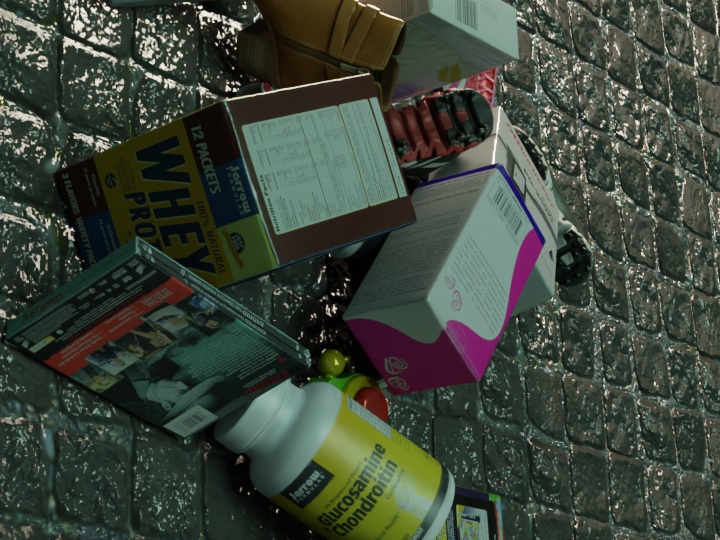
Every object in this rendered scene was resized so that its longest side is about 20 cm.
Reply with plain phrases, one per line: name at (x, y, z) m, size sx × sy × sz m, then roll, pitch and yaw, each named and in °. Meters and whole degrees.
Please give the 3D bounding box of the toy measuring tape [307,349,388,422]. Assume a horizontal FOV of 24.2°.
toy measuring tape at (-0.001, 0.164, 1.552) m, size 0.073 × 0.073 × 0.201 m, roll -32°, pitch 112°, yaw -52°

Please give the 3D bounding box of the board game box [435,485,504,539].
board game box at (0.086, 0.308, 1.591) m, size 0.165 × 0.056 × 0.201 m, roll 24°, pitch 58°, yaw -58°

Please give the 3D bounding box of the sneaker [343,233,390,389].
sneaker at (-0.001, 0.000, 1.591) m, size 0.146 × 0.077 × 0.203 m, roll 46°, pitch 41°, yaw -40°

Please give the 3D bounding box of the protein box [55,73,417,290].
protein box at (-0.100, -0.060, 1.390) m, size 0.200 × 0.198 × 0.136 m, roll -19°, pitch 91°, yaw -53°

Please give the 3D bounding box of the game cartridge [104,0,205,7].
game cartridge at (-0.183, -0.335, 1.485) m, size 0.133 × 0.041 × 0.201 m, roll -11°, pitch 85°, yaw -26°

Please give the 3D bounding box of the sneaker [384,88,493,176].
sneaker at (0.031, -0.128, 1.674) m, size 0.199 × 0.098 × 0.071 m, roll -12°, pitch 76°, yaw -23°

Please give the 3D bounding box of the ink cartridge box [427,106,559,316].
ink cartridge box at (0.138, -0.062, 1.746) m, size 0.146 × 0.083 × 0.200 m, roll 58°, pitch 21°, yaw -22°

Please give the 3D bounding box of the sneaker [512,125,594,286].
sneaker at (0.203, -0.069, 1.901) m, size 0.201 × 0.066 × 0.090 m, roll 62°, pitch 8°, yaw 10°

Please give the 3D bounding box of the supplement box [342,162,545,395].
supplement box at (0.080, 0.007, 1.549) m, size 0.101 × 0.103 × 0.200 m, roll 57°, pitch 40°, yaw -25°

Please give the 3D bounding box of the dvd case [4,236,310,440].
dvd case at (-0.157, 0.059, 1.322) m, size 0.200 × 0.146 × 0.022 m, roll 36°, pitch 34°, yaw -38°

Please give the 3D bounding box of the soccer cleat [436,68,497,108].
soccer cleat at (0.125, -0.224, 1.844) m, size 0.068 × 0.073 × 0.201 m, roll 6°, pitch 72°, yaw -51°

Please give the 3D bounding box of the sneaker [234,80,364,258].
sneaker at (-0.063, -0.096, 1.516) m, size 0.112 × 0.071 × 0.200 m, roll 31°, pitch 21°, yaw -39°

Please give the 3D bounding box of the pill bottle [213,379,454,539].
pill bottle at (-0.025, 0.167, 1.453) m, size 0.200 × 0.112 × 0.112 m, roll 36°, pitch 48°, yaw -14°

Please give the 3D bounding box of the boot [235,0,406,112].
boot at (-0.035, -0.238, 1.495) m, size 0.077 × 0.155 × 0.201 m, roll -45°, pitch 148°, yaw -51°

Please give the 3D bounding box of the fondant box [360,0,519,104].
fondant box at (0.032, -0.220, 1.619) m, size 0.144 × 0.199 × 0.059 m, roll 18°, pitch 65°, yaw -48°
